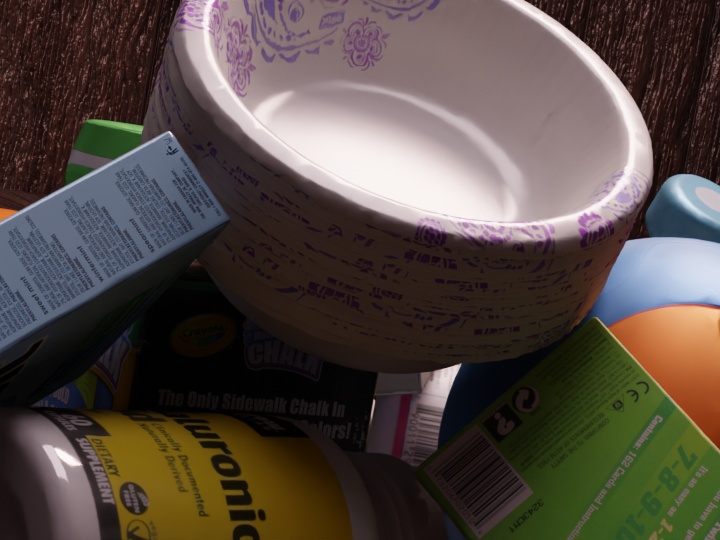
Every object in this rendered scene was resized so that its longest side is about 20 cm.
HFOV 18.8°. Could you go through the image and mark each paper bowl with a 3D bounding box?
[{"bbox_3d":[0.010,-0.038,0.882,0.200,0.105,0.201,14,35,-10],"label":"paper bowl"}]

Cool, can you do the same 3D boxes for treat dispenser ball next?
[{"bbox_3d":[0.132,0.087,0.946,0.200,0.202,0.201,10,5,-1],"label":"treat dispenser ball"}]

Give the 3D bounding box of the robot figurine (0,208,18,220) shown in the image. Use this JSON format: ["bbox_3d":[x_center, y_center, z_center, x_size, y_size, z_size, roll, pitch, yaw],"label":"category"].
[{"bbox_3d":[-0.235,0.019,1.495,0.199,0.117,0.144,11,16,5],"label":"robot figurine"}]

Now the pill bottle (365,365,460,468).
[{"bbox_3d":[0.102,0.109,1.149,0.199,0.114,0.113,11,5,1],"label":"pill bottle"}]

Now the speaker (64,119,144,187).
[{"bbox_3d":[-0.118,0.029,1.094,0.088,0.201,0.088,10,5,-1],"label":"speaker"}]

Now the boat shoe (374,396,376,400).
[{"bbox_3d":[0.053,0.077,1.296,0.071,0.066,0.201,19,-19,19],"label":"boat shoe"}]

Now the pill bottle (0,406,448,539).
[{"bbox_3d":[-0.063,0.109,0.824,0.199,0.112,0.111,6,6,-44],"label":"pill bottle"}]

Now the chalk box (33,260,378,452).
[{"bbox_3d":[-0.074,0.048,0.971,0.124,0.201,0.124,7,6,-31],"label":"chalk box"}]

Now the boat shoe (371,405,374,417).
[{"bbox_3d":[-0.020,0.090,1.265,0.074,0.087,0.202,11,5,13],"label":"boat shoe"}]

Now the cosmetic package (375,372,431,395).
[{"bbox_3d":[0.000,0.000,1.143,0.103,0.074,0.200,-1,17,14],"label":"cosmetic package"}]

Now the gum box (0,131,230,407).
[{"bbox_3d":[-0.162,0.041,0.803,0.200,0.045,0.170,-31,-5,-35],"label":"gum box"}]

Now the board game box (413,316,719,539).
[{"bbox_3d":[0.113,0.116,0.806,0.200,0.095,0.030,50,-1,34],"label":"board game box"}]

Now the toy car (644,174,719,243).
[{"bbox_3d":[0.230,0.079,1.273,0.176,0.185,0.200,7,35,-34],"label":"toy car"}]
